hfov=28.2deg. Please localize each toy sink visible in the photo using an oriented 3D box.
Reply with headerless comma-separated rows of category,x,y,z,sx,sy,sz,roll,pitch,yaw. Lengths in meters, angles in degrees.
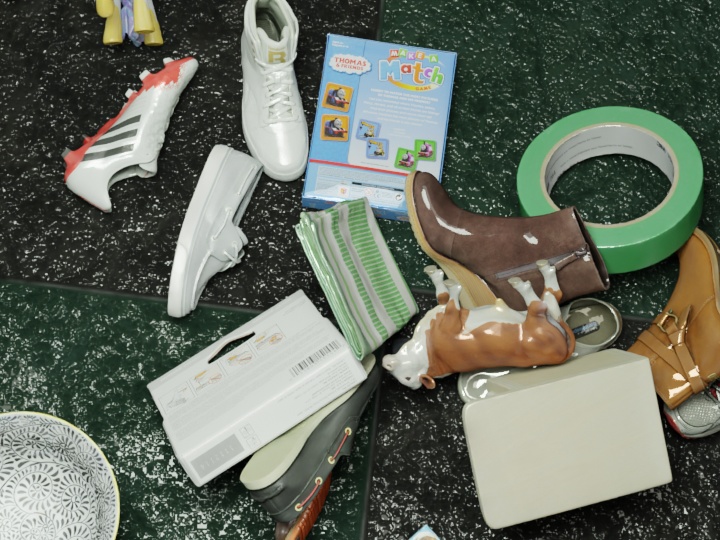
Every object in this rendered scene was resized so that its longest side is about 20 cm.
toy sink,0.195,0.167,1.453,0.199,0.112,0.131,-14,95,-11

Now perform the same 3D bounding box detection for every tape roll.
tape roll,0.270,-0.090,1.551,0.199,0.048,0.201,-7,52,9

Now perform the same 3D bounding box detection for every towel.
towel,0.000,0.000,1.464,0.023,0.200,0.153,-24,91,19

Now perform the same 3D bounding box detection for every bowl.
bowl,-0.334,0.248,1.421,0.199,0.094,0.202,1,73,-3

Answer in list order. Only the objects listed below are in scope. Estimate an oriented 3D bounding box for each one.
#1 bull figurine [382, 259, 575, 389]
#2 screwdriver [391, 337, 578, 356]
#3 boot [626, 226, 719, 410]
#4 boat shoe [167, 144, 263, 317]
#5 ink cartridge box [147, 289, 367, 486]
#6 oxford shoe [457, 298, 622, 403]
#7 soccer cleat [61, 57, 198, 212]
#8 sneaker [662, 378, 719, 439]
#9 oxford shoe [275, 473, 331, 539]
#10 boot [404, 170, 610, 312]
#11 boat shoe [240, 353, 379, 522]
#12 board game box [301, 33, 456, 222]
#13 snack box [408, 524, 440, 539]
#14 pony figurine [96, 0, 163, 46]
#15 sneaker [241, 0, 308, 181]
bull figurine,0.118,0.058,1.462,0.199,0.065,0.122,-5,114,1
screwdriver,0.129,0.088,1.505,0.199,0.028,0.029,4,40,20
boot,0.340,0.044,1.527,0.155,0.200,0.074,-44,123,11
boat shoe,-0.155,-0.038,1.544,0.068,0.072,0.201,15,63,2
ink cartridge box,-0.109,0.115,1.458,0.199,0.176,0.045,-32,115,-6
oxford shoe,0.193,0.084,1.526,0.199,0.058,0.075,-26,79,-9
soccer cleat,-0.240,-0.151,1.575,0.085,0.069,0.200,44,78,1
sneaker,0.404,0.103,1.518,0.200,0.082,0.078,-36,78,-12
oxford shoe,-0.062,0.191,1.473,0.072,0.071,0.201,14,62,5
boot,0.153,-0.041,1.499,0.166,0.072,0.201,-23,102,31
boat shoe,-0.040,0.162,1.418,0.063,0.073,0.202,55,51,-21
board game box,0.022,-0.159,1.605,0.150,0.037,0.201,9,73,-1
snack box,0.089,0.370,1.436,0.116,0.037,0.200,-40,78,-15
pony figurine,-0.259,-0.353,1.589,0.165,0.193,0.201,-5,91,-2
sneaker,-0.098,-0.207,1.573,0.073,0.116,0.201,-10,74,-8
